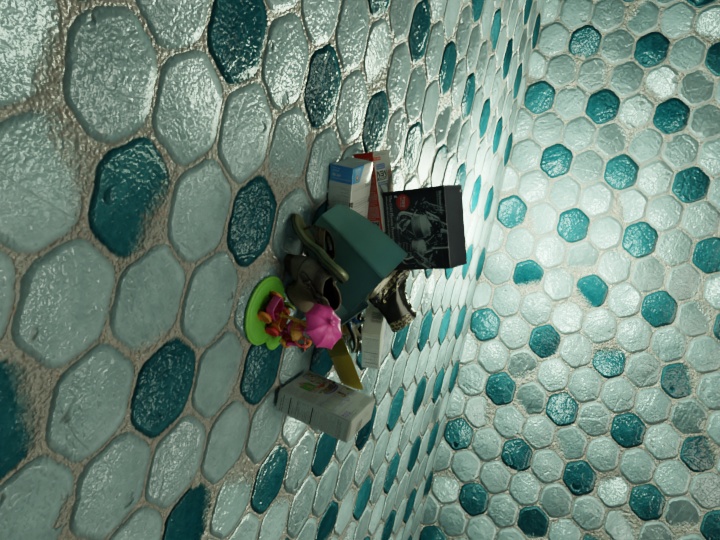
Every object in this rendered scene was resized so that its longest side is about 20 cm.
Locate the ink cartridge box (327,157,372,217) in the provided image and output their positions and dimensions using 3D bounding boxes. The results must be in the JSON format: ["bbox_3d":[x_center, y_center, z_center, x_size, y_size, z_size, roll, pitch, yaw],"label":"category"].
[{"bbox_3d":[-0.029,-0.165,1.553,0.116,0.067,0.204,-33,133,-59],"label":"ink cartridge box"}]

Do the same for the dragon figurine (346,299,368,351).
[{"bbox_3d":[-0.038,0.106,1.633,0.059,0.098,0.204,139,-37,-67],"label":"dragon figurine"}]

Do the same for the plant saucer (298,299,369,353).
[{"bbox_3d":[-0.076,0.114,1.500,0.198,0.070,0.019,-35,164,-13],"label":"plant saucer"}]

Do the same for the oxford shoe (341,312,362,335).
[{"bbox_3d":[-0.018,0.078,1.713,0.070,0.073,0.204,-24,118,-66],"label":"oxford shoe"}]

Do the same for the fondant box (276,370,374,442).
[{"bbox_3d":[-0.082,0.324,1.528,0.144,0.197,0.059,-23,130,-63],"label":"fondant box"}]

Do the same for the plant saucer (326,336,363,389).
[{"bbox_3d":[-0.066,0.188,1.593,0.048,0.201,0.201,-24,143,-6],"label":"plant saucer"}]

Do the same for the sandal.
[{"bbox_3d":[-0.078,-0.053,1.350,0.057,0.201,0.080,-44,151,2],"label":"sandal"}]

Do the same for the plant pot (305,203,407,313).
[{"bbox_3d":[-0.024,-0.043,1.450,0.141,0.200,0.141,-44,178,36],"label":"plant pot"}]

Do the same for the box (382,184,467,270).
[{"bbox_3d":[0.162,-0.108,1.597,0.103,0.179,0.205,-13,99,-55],"label":"box"}]

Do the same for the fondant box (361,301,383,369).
[{"bbox_3d":[0.040,0.174,1.835,0.202,0.057,0.146,91,8,-54],"label":"fondant box"}]

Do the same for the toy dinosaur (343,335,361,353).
[{"bbox_3d":[-0.015,0.169,1.842,0.102,0.057,0.203,-71,167,-56],"label":"toy dinosaur"}]

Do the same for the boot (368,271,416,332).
[{"bbox_3d":[0.116,0.054,1.745,0.203,0.073,0.155,-41,110,-17],"label":"boot"}]

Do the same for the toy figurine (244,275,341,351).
[{"bbox_3d":[-0.124,0.124,1.345,0.152,0.181,0.202,-61,155,-31],"label":"toy figurine"}]

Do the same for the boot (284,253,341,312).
[{"bbox_3d":[-0.100,0.050,1.398,0.070,0.145,0.202,-43,140,-23],"label":"boot"}]

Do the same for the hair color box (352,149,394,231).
[{"bbox_3d":[0.042,-0.206,1.641,0.111,0.063,0.204,-29,114,-62],"label":"hair color box"}]
